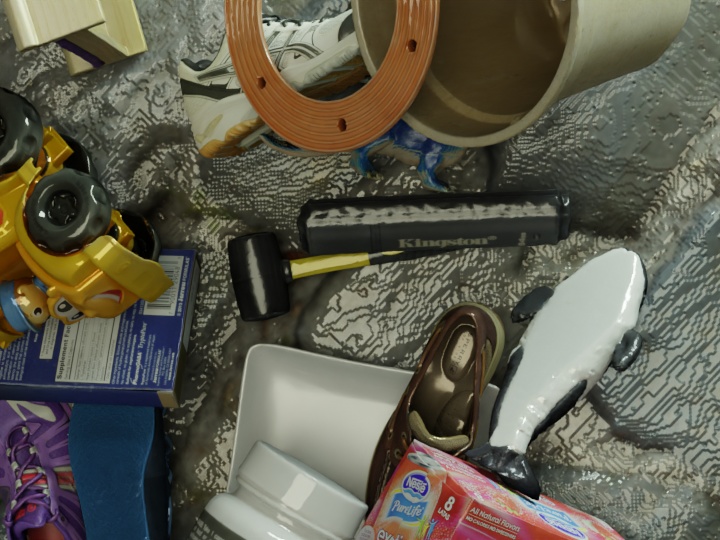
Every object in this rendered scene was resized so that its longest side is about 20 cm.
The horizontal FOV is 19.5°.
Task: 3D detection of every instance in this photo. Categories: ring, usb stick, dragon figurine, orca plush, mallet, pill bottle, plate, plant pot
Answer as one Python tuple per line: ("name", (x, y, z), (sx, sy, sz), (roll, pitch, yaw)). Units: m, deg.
("ring", (-0.019, -0.182, 1.435), (0.199, 0.019, 0.202), (4, 96, 41))
("usb stick", (0.053, -0.034, 1.522), (0.198, 0.056, 0.033), (-3, 57, 1))
("dragon figurine", (0.031, -0.114, 1.540), (0.198, 0.059, 0.100), (10, 91, 4))
("orca plush", (0.154, 0.081, 1.509), (0.104, 0.071, 0.201), (5, 56, 27))
("mallet", (0.000, 0.000, 1.563), (0.198, 0.041, 0.066), (-4, 90, 5))
("pill bottle", (-0.083, 0.233, 1.502), (0.113, 0.114, 0.201), (30, 87, 7))
("plate", (-0.002, 0.167, 1.567), (0.198, 0.032, 0.202), (10, 93, 9))
("plant pot", (0.126, -0.195, 1.441), (0.200, 0.183, 0.202), (12, 107, 42))

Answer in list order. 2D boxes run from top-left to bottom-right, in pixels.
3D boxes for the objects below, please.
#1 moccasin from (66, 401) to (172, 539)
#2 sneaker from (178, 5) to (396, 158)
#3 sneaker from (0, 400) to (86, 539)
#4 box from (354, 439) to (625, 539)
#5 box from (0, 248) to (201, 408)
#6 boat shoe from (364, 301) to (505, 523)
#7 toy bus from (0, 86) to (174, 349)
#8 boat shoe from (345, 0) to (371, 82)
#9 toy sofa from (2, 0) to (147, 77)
("moccasin", (-0.180, 0.162, 1.570), (0.080, 0.068, 0.202), (-4, 72, 12))
("sneaker", (-0.058, -0.160, 1.526), (0.199, 0.075, 0.088), (-28, 79, 28))
("sneaker", (-0.241, 0.162, 1.580), (0.080, 0.083, 0.201), (-22, 87, 9))
("box", (0.104, 0.209, 1.468), (0.199, 0.095, 0.100), (26, 97, -34))
("box", (-0.226, 0.040, 1.574), (0.198, 0.032, 0.122), (3, 61, 8))
("boat shoe", (0.050, 0.119, 1.506), (0.072, 0.072, 0.201), (23, 94, 8))
("toy bus", (-0.264, -0.014, 1.526), (0.192, 0.136, 0.200), (-44, 68, -1))
("boat shoe", (0.048, -0.225, 1.534), (0.072, 0.061, 0.202), (39, 97, 5))
("toy sofa", (-0.223, -0.191, 1.510), (0.097, 0.200, 0.083), (-18, 89, 3))
